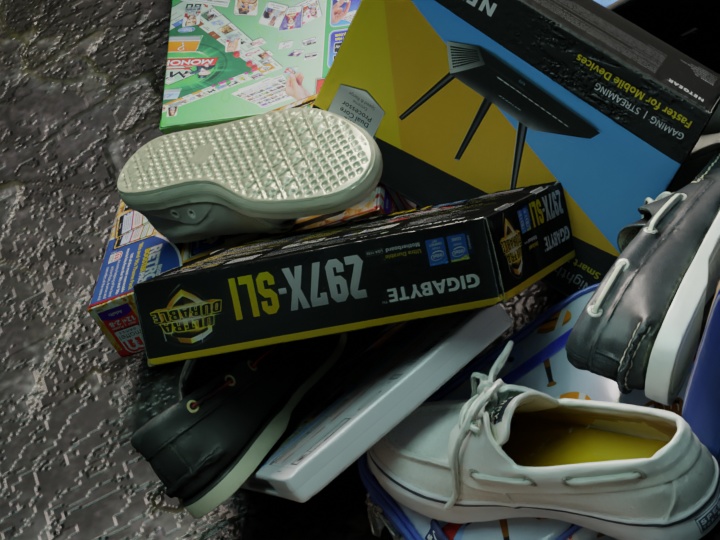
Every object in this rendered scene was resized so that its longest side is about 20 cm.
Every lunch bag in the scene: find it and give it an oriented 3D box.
[{"bbox_3d":[0.099,0.101,1.157,0.199,0.076,0.160,-33,43,-7],"label":"lunch bag"}]

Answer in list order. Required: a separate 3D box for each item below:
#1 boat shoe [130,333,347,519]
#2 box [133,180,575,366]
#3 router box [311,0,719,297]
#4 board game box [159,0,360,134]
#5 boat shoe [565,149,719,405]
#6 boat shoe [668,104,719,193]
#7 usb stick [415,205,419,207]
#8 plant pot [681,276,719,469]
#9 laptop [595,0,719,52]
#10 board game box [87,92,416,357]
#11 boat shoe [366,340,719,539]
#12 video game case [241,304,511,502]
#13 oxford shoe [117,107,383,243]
[{"bbox_3d":[-0.064,0.061,1.225,0.074,0.063,0.201,-39,7,32],"label":"boat shoe"},{"bbox_3d":[0.000,0.000,1.159,0.199,0.050,0.160,-11,4,19],"label":"box"},{"bbox_3d":[0.084,-0.091,1.219,0.199,0.150,0.051,31,35,6],"label":"router box"},{"bbox_3d":[-0.036,-0.161,1.458,0.199,0.029,0.135,-5,68,20],"label":"board game box"},{"bbox_3d":[0.163,-0.010,1.141,0.060,0.076,0.200,17,36,15],"label":"boat shoe"},{"bbox_3d":[0.241,-0.083,1.229,0.200,0.072,0.061,-6,59,26],"label":"boat shoe"},{"bbox_3d":[0.098,-0.076,1.292,0.199,0.033,0.056,-30,31,34],"label":"usb stick"},{"bbox_3d":[0.267,0.030,1.016,0.179,0.200,0.200,30,67,15],"label":"plant pot"},{"bbox_3d":[0.154,-0.180,1.316,0.187,0.200,0.117,-28,74,29],"label":"laptop"},{"bbox_3d":[-0.061,-0.038,1.338,0.199,0.046,0.152,-18,35,21],"label":"board game box"},{"bbox_3d":[0.077,0.080,1.064,0.201,0.086,0.075,9,50,40],"label":"boat shoe"},{"bbox_3d":[-0.002,0.070,1.181,0.143,0.018,0.200,-40,6,-12],"label":"video game case"},{"bbox_3d":[-0.058,-0.049,1.249,0.199,0.058,0.075,-3,47,44],"label":"oxford shoe"}]
